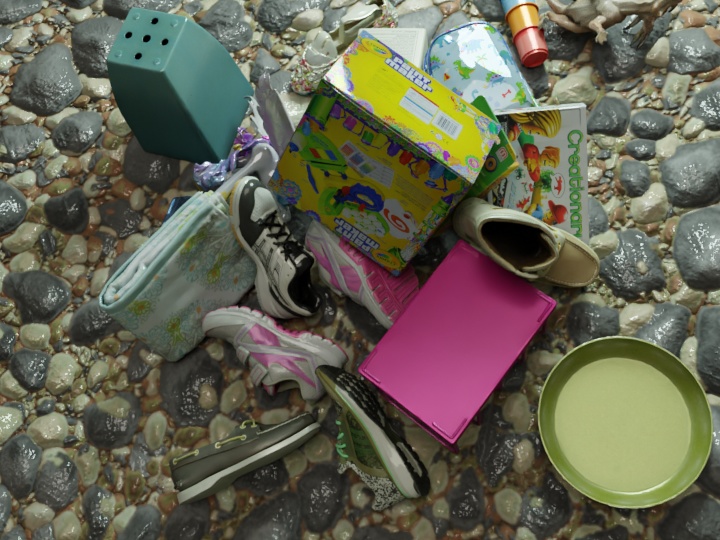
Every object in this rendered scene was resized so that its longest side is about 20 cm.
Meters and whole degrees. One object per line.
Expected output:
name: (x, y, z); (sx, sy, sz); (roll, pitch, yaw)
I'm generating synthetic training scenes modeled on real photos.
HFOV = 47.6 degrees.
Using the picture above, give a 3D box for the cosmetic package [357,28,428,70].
cosmetic package: (0.035, -0.245, 1.142); (0.102, 0.073, 0.202); (4, 58, 12)

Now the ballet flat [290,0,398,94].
ballet flat: (-0.030, -0.345, 1.219); (0.199, 0.064, 0.076); (-39, 61, -5)

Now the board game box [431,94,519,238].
board game box: (0.125, -0.129, 1.039); (0.030, 0.200, 0.096); (-17, 74, -33)

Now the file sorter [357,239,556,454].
file sorter: (0.120, 0.099, 0.984); (0.138, 0.126, 0.200); (35, 78, 22)

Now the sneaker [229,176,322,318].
sneaker: (-0.100, -0.029, 1.044); (0.087, 0.202, 0.076); (5, 35, 37)

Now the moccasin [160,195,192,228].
moccasin: (-0.269, -0.014, 1.136); (0.068, 0.081, 0.201); (14, 58, 13)

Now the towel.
towel: (-0.219, 0.012, 1.055); (0.200, 0.171, 0.048); (-46, 53, -9)

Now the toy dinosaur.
toy dinosaur: (0.336, -0.362, 1.144); (0.199, 0.135, 0.087); (25, 113, 44)

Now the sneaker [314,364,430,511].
sneaker: (-0.006, 0.206, 0.984); (0.088, 0.077, 0.201); (-38, 80, 12)

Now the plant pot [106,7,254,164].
plant pot: (-0.263, -0.266, 1.158); (0.140, 0.200, 0.143); (14, 72, 15)

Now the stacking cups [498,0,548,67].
stacking cups: (0.232, -0.394, 1.190); (0.060, 0.061, 0.202); (-14, 67, 5)

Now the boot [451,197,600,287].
boot: (0.209, -0.022, 0.954); (0.198, 0.155, 0.073); (24, 97, -8)

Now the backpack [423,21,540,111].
backpack: (0.159, -0.235, 1.111); (0.162, 0.154, 0.202); (-18, 54, 10)

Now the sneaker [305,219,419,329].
sneaker: (0.000, 0.000, 1.067); (0.081, 0.088, 0.201); (-25, 73, -39)

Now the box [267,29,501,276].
box: (0.024, -0.134, 0.974); (0.199, 0.193, 0.122); (34, 48, -3)

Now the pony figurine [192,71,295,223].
pony figurine: (-0.129, -0.151, 1.132); (0.199, 0.166, 0.194); (-35, 99, -8)

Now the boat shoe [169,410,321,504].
boat shoe: (-0.146, 0.221, 1.015); (0.200, 0.072, 0.061); (-28, 71, 3)

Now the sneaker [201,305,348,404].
sneaker: (-0.120, 0.109, 1.046); (0.198, 0.081, 0.089); (19, 74, 14)

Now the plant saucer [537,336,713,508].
plant saucer: (0.311, 0.180, 0.968); (0.198, 0.031, 0.202); (-4, 68, 9)

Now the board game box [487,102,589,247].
board game box: (0.223, -0.104, 1.033); (0.125, 0.035, 0.202); (-4, 106, 9)
